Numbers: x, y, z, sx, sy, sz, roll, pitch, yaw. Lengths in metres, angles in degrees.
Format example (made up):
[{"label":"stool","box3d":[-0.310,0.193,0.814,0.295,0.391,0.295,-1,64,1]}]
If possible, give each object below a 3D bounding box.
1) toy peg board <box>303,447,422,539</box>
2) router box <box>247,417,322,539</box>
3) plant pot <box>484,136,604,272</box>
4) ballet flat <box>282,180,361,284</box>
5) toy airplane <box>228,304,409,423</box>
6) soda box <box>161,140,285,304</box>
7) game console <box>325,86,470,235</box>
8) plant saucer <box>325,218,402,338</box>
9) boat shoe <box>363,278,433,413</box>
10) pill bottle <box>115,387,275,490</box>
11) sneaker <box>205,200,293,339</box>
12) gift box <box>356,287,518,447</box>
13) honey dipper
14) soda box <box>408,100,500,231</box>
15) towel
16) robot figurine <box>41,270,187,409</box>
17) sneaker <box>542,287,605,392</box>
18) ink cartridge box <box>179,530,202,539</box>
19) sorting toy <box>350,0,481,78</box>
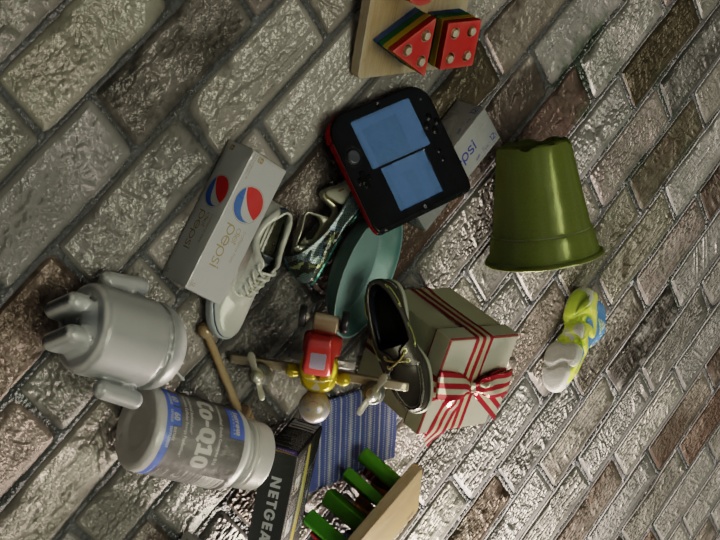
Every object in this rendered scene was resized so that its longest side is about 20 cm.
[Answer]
[{"label":"toy peg board","box3d":[-0.002,0.394,1.830,0.200,0.097,0.200,-45,159,-21]},{"label":"router box","box3d":[-0.115,0.337,1.679,0.157,0.051,0.204,-35,138,-77]},{"label":"plant pot","box3d":[0.289,-0.114,1.862,0.198,0.198,0.194,-17,104,-37]},{"label":"ballet flat","box3d":[-0.044,-0.077,1.638,0.074,0.074,0.202,45,71,-42]},{"label":"toy airplane","box3d":[-0.060,0.148,1.610,0.198,0.198,0.144,29,60,-41]},{"label":"soda box","box3d":[-0.180,-0.064,1.513,0.068,0.063,0.203,30,85,-45]},{"label":"game console","box3d":[0.055,-0.163,1.650,0.198,0.031,0.179,-26,86,-34]},{"label":"plant saucer","box3d":[0.000,0.000,1.685,0.200,0.035,0.202,-50,153,-37]},{"label":"boat shoe","box3d":[0.050,0.111,1.662,0.060,0.071,0.205,7,63,-68]},{"label":"pill bottle","box3d":[-0.219,0.231,1.541,0.198,0.113,0.116,21,92,-38]},{"label":"sneaker","box3d":[-0.151,-0.001,1.551,0.072,0.070,0.203,20,88,-44]},{"label":"gift box","box3d":[0.125,0.153,1.778,0.182,0.186,0.203,-6,120,-40]},{"label":"honey dipper","box3d":[-0.187,0.157,1.612,0.038,0.038,0.203,-33,124,-28]},{"label":"soda box","box3d":[0.125,-0.163,1.756,0.201,0.063,0.068,-52,134,-14]},{"label":"towel","box3d":[-0.018,0.260,1.821,0.198,0.024,0.148,-14,113,-41]},{"label":"robot figurine","box3d":[-0.298,0.084,1.427,0.198,0.112,0.173,22,62,-44]},{"label":"sneaker","box3d":[0.410,0.138,2.126,0.104,0.075,0.203,22,90,-45]},{"label":"ink cartridge box","box3d":[-0.247,0.505,1.657,0.202,0.085,0.146,-57,134,-12]},{"label":"sorting toy","box3d":[0.095,-0.370,1.618,0.196,0.069,0.203,-15,127,-38]}]
